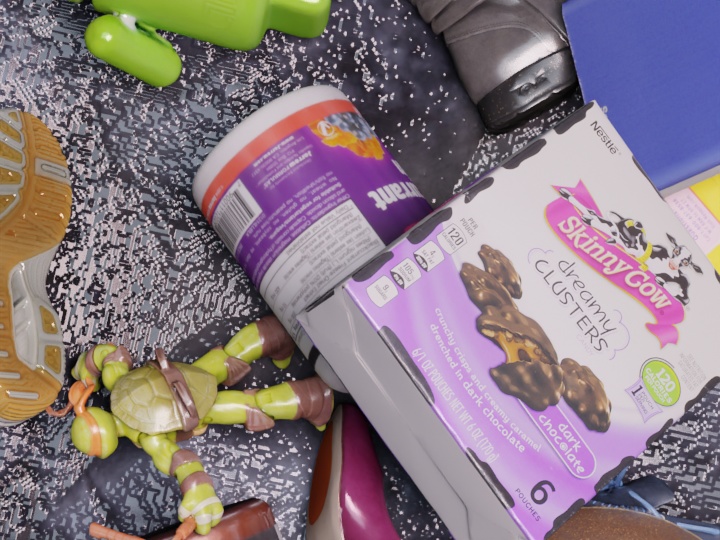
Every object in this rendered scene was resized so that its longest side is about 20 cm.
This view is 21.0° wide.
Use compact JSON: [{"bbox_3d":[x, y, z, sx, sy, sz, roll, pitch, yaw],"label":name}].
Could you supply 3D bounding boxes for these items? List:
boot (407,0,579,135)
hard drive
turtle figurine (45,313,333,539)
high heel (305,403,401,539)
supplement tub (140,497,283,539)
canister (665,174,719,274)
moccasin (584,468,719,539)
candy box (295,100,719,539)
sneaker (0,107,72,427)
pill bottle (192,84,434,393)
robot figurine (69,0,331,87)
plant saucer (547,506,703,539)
[{"bbox_3d":[0.130,-0.185,1.197,0.200,0.070,0.132,-28,82,-9],"label":"boot"},{"bbox_3d":[0.210,-0.129,1.078,0.200,0.025,0.132,-25,69,37],"label":"hard drive"},{"bbox_3d":[-0.109,0.071,1.137,0.161,0.200,0.064,-18,131,-25],"label":"turtle figurine"},{"bbox_3d":[0.021,0.171,1.143,0.096,0.067,0.200,9,56,-16],"label":"high heel"},{"bbox_3d":[-0.070,0.241,1.130,0.107,0.107,0.200,-20,87,-5],"label":"supplement tub"},{"bbox_3d":[0.176,-0.020,1.175,0.200,0.087,0.149,-40,87,-7],"label":"canister"},{"bbox_3d":[0.165,0.155,1.174,0.200,0.080,0.068,23,79,-16],"label":"moccasin"},{"bbox_3d":[0.095,0.031,1.049,0.200,0.072,0.168,-37,90,-30],"label":"candy box"},{"bbox_3d":[-0.224,0.000,1.156,0.076,0.088,0.200,19,59,-35],"label":"sneaker"},{"bbox_3d":[0.000,0.000,1.130,0.111,0.111,0.200,-35,75,-5],"label":"pill bottle"},{"bbox_3d":[-0.108,-0.201,1.156,0.200,0.116,0.176,16,84,-2],"label":"robot figurine"},{"bbox_3d":[0.137,0.233,1.134,0.200,0.034,0.201,1,112,4],"label":"plant saucer"}]
